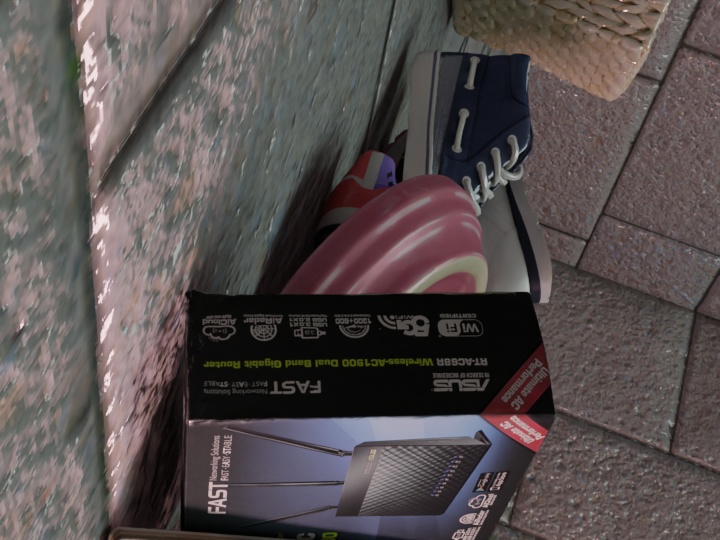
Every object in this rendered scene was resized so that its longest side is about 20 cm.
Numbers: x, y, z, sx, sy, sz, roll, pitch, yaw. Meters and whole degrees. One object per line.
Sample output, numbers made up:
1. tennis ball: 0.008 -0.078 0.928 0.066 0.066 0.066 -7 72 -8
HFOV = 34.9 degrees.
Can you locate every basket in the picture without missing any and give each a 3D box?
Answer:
1. basket: 0.192 -0.279 1.039 0.200 0.196 0.162 40 74 -85

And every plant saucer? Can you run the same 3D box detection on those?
1. plant saucer: 0.011 0.038 0.697 0.200 0.051 0.201 -40 155 -23

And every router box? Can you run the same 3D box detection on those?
1. router box: -0.009 0.090 0.530 0.201 0.148 0.063 102 -15 -52

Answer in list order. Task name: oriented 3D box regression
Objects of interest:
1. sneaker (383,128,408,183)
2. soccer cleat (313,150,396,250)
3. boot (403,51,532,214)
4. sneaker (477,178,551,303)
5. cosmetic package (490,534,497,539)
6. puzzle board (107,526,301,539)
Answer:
1. sneaker: 0.034 -0.016 0.943 0.080 0.085 0.202 98 13 -73
2. soccer cleat: 0.000 0.000 0.796 0.201 0.067 0.074 95 11 -59
3. boot: 0.081 -0.075 0.841 0.073 0.089 0.202 65 27 -67
4. sneaker: 0.089 -0.056 0.910 0.077 0.080 0.202 75 0 -56
5. cosmetic package: 0.036 0.209 0.762 0.200 0.080 0.114 -148 -119 -75
6. puzzle board: -0.068 0.210 0.533 0.017 0.149 0.202 45 -59 58
